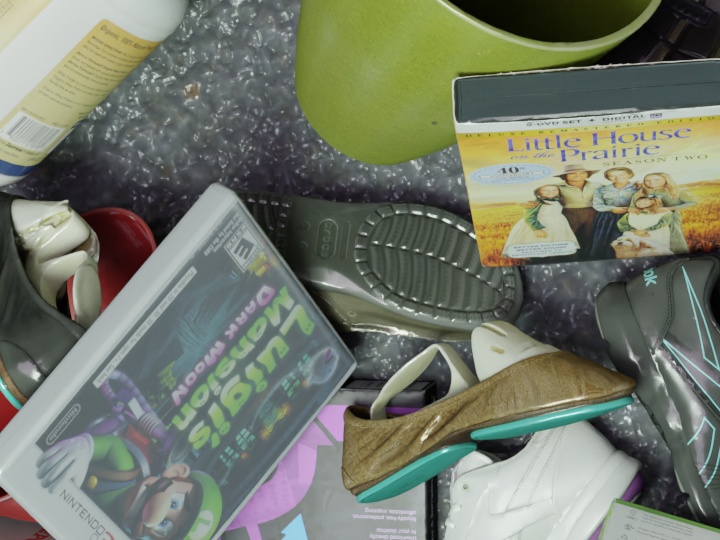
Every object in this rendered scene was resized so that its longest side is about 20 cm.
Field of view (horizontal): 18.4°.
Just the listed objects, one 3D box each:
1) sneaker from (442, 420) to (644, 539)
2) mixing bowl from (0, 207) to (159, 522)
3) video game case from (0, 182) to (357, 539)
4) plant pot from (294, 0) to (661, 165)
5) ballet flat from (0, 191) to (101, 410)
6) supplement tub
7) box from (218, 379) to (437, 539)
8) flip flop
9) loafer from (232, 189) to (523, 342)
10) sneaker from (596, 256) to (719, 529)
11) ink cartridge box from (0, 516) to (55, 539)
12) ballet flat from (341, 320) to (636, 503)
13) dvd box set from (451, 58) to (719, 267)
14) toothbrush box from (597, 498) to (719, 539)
[{"bbox_3d":[0.076,0.166,1.320,0.100,0.075,0.200,42,91,13],"label":"sneaker"},{"bbox_3d":[-0.157,0.075,1.331,0.200,0.201,0.108,-40,126,17],"label":"mixing bowl"},{"bbox_3d":[-0.100,0.078,1.245,0.023,0.182,0.200,28,73,38],"label":"video game case"},{"bbox_3d":[0.043,-0.147,1.224,0.187,0.187,0.200,46,143,5],"label":"plant pot"},{"bbox_3d":[-0.180,0.005,1.274,0.068,0.201,0.068,-33,129,8],"label":"ballet flat"},{"bbox_3d":[-0.191,-0.163,1.313,0.200,0.144,0.145,-42,85,16],"label":"supplement tub"},{"bbox_3d":[-0.023,0.168,1.367,0.142,0.036,0.202,1,98,16],"label":"box"},{"bbox_3d":[0.171,-0.136,1.265,0.081,0.058,0.201,32,90,14],"label":"flip flop"},{"bbox_3d":[0.000,0.000,1.328,0.198,0.070,0.076,14,65,4],"label":"loafer"},{"bbox_3d":[0.209,0.087,1.263,0.079,0.075,0.201,-28,91,14],"label":"sneaker"},{"bbox_3d":[-0.259,0.181,1.378,0.198,0.144,0.085,10,101,15],"label":"ink cartridge box"},{"bbox_3d":[0.064,0.072,1.270,0.199,0.068,0.073,-25,75,36],"label":"ballet flat"},{"bbox_3d":[0.129,-0.054,1.204,0.145,0.200,0.030,-4,68,5],"label":"dvd box set"},{"bbox_3d":[0.187,0.243,1.247,0.144,0.086,0.201,15,131,14],"label":"toothbrush box"}]
